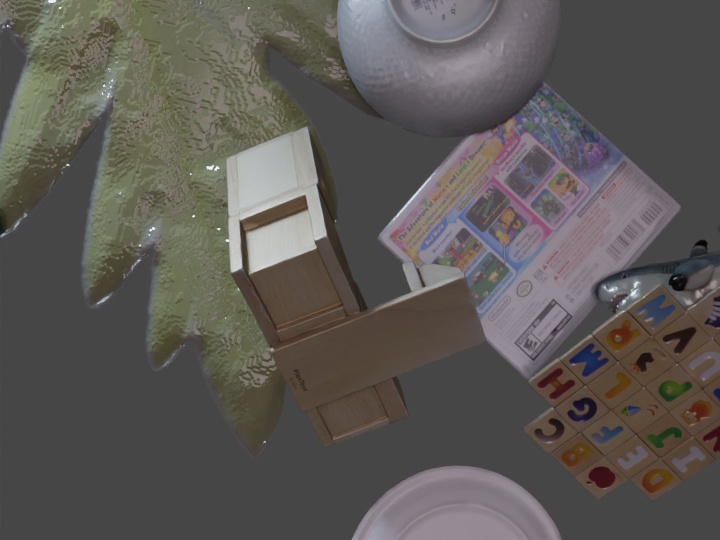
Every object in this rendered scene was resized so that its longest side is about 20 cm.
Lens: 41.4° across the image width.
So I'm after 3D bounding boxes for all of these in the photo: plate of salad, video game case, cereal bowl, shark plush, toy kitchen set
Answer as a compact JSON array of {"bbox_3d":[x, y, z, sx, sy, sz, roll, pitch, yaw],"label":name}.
[{"bbox_3d":[0.081,0.268,0.805,0.196,0.048,0.204,1,83,-7],"label":"plate of salad"},{"bbox_3d":[0.145,-0.041,0.829,0.182,0.024,0.200,42,91,4],"label":"video game case"},{"bbox_3d":[0.073,-0.220,0.800,0.197,0.083,0.204,-1,82,7],"label":"cereal bowl"},{"bbox_3d":[0.297,-0.010,0.789,0.199,0.083,0.092,-33,122,-7],"label":"shark plush"},{"bbox_3d":[0.000,0.000,0.810,0.161,0.181,0.202,-20,126,5],"label":"toy kitchen set"}]

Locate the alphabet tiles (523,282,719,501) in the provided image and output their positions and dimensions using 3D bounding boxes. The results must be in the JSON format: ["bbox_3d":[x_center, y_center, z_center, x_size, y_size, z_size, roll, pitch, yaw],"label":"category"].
[{"bbox_3d":[0.239,0.104,0.771,0.166,0.006,0.200,42,113,-17],"label":"alphabet tiles"}]
